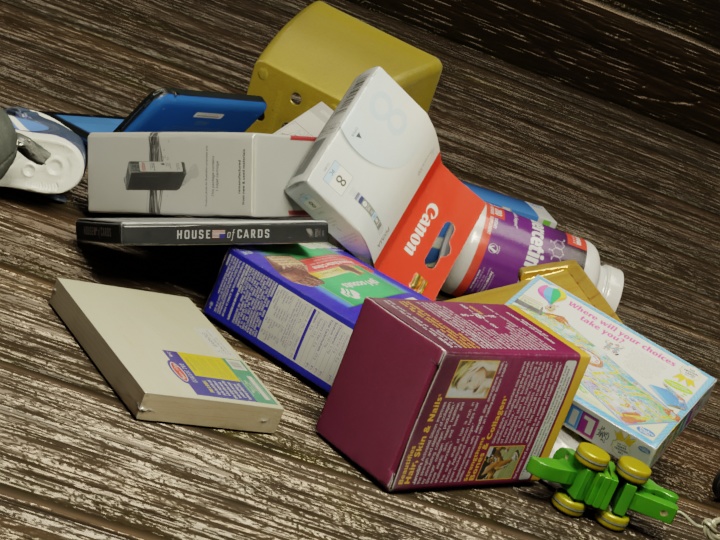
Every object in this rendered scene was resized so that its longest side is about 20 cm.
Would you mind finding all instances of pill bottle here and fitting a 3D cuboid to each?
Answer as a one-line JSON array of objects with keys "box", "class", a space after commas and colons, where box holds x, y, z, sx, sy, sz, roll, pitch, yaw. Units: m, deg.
[{"box": [0.193, 0.001, 1.933, 0.200, 0.113, 0.112, 20, 17, -9], "class": "pill bottle"}]

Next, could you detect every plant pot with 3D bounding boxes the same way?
[{"box": [-0.047, -0.196, 2.126, 0.200, 0.200, 0.176, 29, 29, 20], "class": "plant pot"}]

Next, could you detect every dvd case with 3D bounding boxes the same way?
[{"box": [-0.150, -0.037, 1.595, 0.200, 0.025, 0.150, -2, 3, -25], "class": "dvd case"}]

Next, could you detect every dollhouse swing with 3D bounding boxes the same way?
[{"box": [0.190, 0.101, 1.757, 0.182, 0.176, 0.200, 61, 2, -23], "class": "dollhouse swing"}]

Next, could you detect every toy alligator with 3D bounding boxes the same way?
[{"box": [0.233, 0.191, 1.484, 0.200, 0.059, 0.054, 19, 17, -12], "class": "toy alligator"}]

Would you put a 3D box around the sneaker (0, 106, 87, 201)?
[{"box": [-0.370, -0.127, 1.684, 0.200, 0.081, 0.146, 13, 9, -15], "class": "sneaker"}]

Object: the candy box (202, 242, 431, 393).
[{"box": [-0.014, 0.048, 1.578, 0.200, 0.077, 0.169, 31, 19, 26], "class": "candy box"}]

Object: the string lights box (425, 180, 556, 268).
[{"box": [0.118, -0.049, 2.008, 0.200, 0.103, 0.059, 16, 18, -21], "class": "string lights box"}]

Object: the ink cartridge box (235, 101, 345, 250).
[{"box": [-0.062, -0.084, 1.805, 0.176, 0.045, 0.200, -31, 39, -14], "class": "ink cartridge box"}]

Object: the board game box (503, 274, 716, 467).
[{"box": [0.211, 0.092, 1.572, 0.200, 0.034, 0.134, 32, 41, 20], "class": "board game box"}]

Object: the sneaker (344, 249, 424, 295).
[{"box": [0.000, 0.000, 1.796, 0.200, 0.077, 0.085, 38, 2, 36], "class": "sneaker"}]

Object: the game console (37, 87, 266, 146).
[{"box": [-0.240, -0.185, 1.957, 0.200, 0.171, 0.118, -4, 57, -56], "class": "game console"}]

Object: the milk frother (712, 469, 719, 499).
[{"box": [0.466, 0.225, 1.606, 0.200, 0.181, 0.188, -29, 34, -11], "class": "milk frother"}]

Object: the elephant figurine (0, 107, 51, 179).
[{"box": [-0.383, -0.087, 1.483, 0.200, 0.155, 0.142, -92, 157, -61], "class": "elephant figurine"}]

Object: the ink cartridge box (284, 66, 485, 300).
[{"box": [0.039, -0.078, 1.696, 0.200, 0.160, 0.047, 42, -32, -19], "class": "ink cartridge box"}]

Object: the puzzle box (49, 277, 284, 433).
[{"box": [-0.164, 0.069, 1.410, 0.133, 0.025, 0.200, 11, 20, -35], "class": "puzzle box"}]

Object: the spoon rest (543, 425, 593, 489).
[{"box": [0.160, 0.142, 1.578, 0.099, 0.061, 0.200, 7, 36, -39], "class": "spoon rest"}]

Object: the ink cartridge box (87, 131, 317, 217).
[{"box": [-0.154, -0.096, 1.703, 0.200, 0.084, 0.144, 4, 4, 28], "class": "ink cartridge box"}]

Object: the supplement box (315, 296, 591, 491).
[{"box": [0.080, 0.104, 1.440, 0.200, 0.131, 0.103, 5, 22, -47], "class": "supplement box"}]
